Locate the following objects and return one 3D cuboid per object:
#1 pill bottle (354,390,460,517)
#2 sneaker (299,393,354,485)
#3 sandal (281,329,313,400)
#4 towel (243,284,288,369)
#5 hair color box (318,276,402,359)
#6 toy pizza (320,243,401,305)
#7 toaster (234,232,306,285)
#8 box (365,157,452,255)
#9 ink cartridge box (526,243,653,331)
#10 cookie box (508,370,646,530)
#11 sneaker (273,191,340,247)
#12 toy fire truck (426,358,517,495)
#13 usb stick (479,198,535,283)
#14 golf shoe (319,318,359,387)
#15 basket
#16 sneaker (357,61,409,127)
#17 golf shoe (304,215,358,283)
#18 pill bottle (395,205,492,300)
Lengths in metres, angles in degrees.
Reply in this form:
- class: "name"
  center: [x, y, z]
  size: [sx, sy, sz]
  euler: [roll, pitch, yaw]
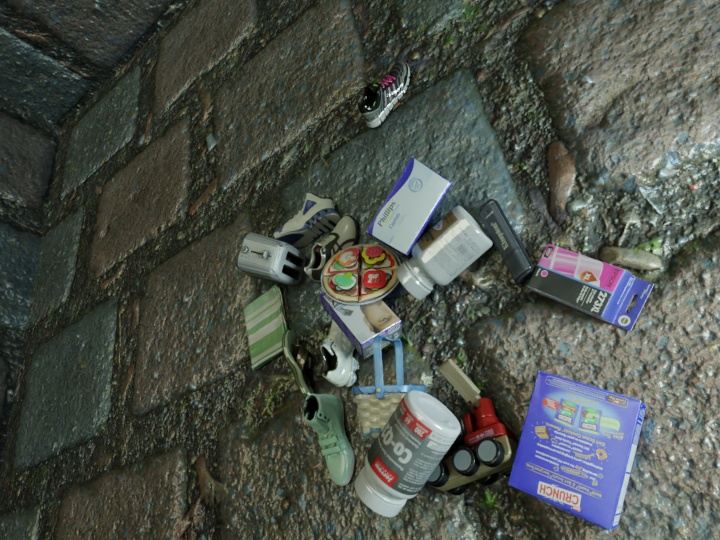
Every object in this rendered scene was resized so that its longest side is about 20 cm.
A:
- class: "pill bottle"
  center: [0.079, 0.325, 0.913]
  size: [0.114, 0.113, 0.201]
  euler: [41, 105, 41]
- class: "sneaker"
  center: [-0.081, 0.372, 1.143]
  size: [0.073, 0.118, 0.202]
  euler: [-27, 58, 24]
- class: "sandal"
  center: [-0.141, 0.236, 1.288]
  size: [0.057, 0.080, 0.202]
  euler: [-30, 60, 4]
- class: "towel"
  center: [-0.265, 0.158, 1.444]
  size: [0.152, 0.023, 0.201]
  euler: [-34, 54, 23]
- class: "hair color box"
  center: [-0.002, 0.099, 1.203]
  size: [0.109, 0.065, 0.200]
  euler: [-28, 49, -18]
- class: "toy pizza"
  center: [0.000, 0.000, 1.231]
  size: [0.198, 0.032, 0.201]
  euler: [-7, 45, 7]
- class: "toaster"
  center: [-0.236, -0.024, 1.405]
  size: [0.128, 0.200, 0.115]
  euler: [14, 80, 23]
- class: "box"
  center: [0.102, -0.134, 1.153]
  size: [0.104, 0.200, 0.185]
  euler: [32, 93, 1]
- class: "ink cartridge box"
  center: [0.419, 0.027, 0.955]
  size: [0.199, 0.037, 0.095]
  euler: [27, 89, 40]
- class: "cookie box"
  center: [0.359, 0.292, 0.859]
  size: [0.170, 0.075, 0.202]
  euler: [12, 79, 40]
- class: "sneaker"
  center: [-0.146, -0.150, 1.452]
  size: [0.198, 0.081, 0.116]
  euler: [-24, 54, 21]
- class: "toy fire truck"
  center: [0.184, 0.293, 0.978]
  size: [0.175, 0.128, 0.201]
  euler: [-31, 43, 25]
- class: "usb stick"
  center: [0.303, -0.064, 1.077]
  size: [0.056, 0.032, 0.201]
  euler: [-58, 39, 44]
- class: "golf shoe"
  center: [-0.053, 0.171, 1.222]
  size: [0.078, 0.097, 0.202]
  euler: [-22, 58, 32]
- class: "basket"
  center: [0.062, 0.238, 1.059]
  size: [0.138, 0.176, 0.202]
  euler: [-10, 78, 19]
- class: "sneaker"
  center: [0.061, -0.498, 1.422]
  size: [0.074, 0.087, 0.201]
  euler: [38, 96, 41]
- class: "golf shoe"
  center: [-0.073, -0.059, 1.343]
  size: [0.077, 0.088, 0.202]
  euler: [19, 82, 43]
- class: "pill bottle"
  center: [0.175, -0.034, 1.117]
  size: [0.200, 0.114, 0.115]
  euler: [-43, 51, 16]
